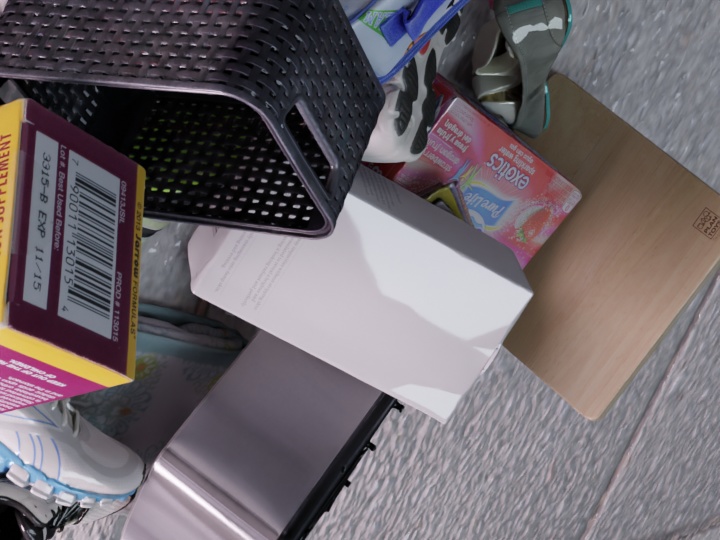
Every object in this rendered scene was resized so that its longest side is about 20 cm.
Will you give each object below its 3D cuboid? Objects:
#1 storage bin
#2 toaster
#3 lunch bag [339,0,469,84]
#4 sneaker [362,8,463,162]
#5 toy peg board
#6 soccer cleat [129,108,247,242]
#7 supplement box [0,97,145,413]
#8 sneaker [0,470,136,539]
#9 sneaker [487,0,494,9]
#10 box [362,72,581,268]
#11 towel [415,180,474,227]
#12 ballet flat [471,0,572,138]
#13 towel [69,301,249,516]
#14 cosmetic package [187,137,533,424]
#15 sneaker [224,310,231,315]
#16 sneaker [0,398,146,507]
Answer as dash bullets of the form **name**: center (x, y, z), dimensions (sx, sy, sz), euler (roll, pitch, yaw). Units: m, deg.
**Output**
- **storage bin**: center (-0.102, -0.101, 0.830), dimensions (0.095, 0.198, 0.136), euler (-68, 150, -25)
- **toaster**: center (-0.078, 0.156, 1.074), dimensions (0.200, 0.118, 0.181), euler (-52, 174, -35)
- **lunch bag**: center (0.015, -0.204, 0.884), dimensions (0.200, 0.160, 0.076), euler (-46, 143, -5)
- **sneaker**: center (0.013, -0.163, 0.953), dimensions (0.081, 0.082, 0.202), euler (59, 41, -53)
- **toy peg board**: center (0.189, -0.018, 1.207), dimensions (0.201, 0.199, 0.098), euler (-55, 157, 13)
- **soccer cleat**: center (-0.158, -0.042, 0.966), dimensions (0.199, 0.068, 0.081), euler (-35, 166, -20)
- **supplement box**: center (-0.225, 0.005, 0.807), dimensions (0.198, 0.132, 0.103), euler (-16, 153, 29)
- **sneaker**: center (-0.226, 0.164, 0.992), dimensions (0.199, 0.088, 0.076), euler (6, 121, -46)
- **sneaker**: center (0.101, -0.242, 0.997), dimensions (0.095, 0.080, 0.200), euler (-27, 153, 2)
- **box**: center (0.065, -0.080, 1.097), dimensions (0.095, 0.103, 0.199), euler (-51, 143, 9)
- **towel**: center (0.026, 0.014, 1.075), dimensions (0.142, 0.023, 0.200), euler (-26, 148, 2)
- **ballet flat**: center (0.110, -0.151, 1.084), dimensions (0.063, 0.068, 0.200), euler (-16, 161, -6)
- **towel**: center (-0.191, 0.100, 1.072), dimensions (0.199, 0.048, 0.172), euler (17, 114, -49)
- **cosmetic package**: center (0.000, 0.000, 0.957), dimensions (0.199, 0.081, 0.113), euler (29, 107, -19)
- **sneaker**: center (-0.026, -0.030, 1.082), dimensions (0.199, 0.071, 0.099), euler (-9, 132, -36)
- **sneaker**: center (-0.219, 0.082, 0.949), dimensions (0.199, 0.075, 0.087), euler (29, 102, -20)
